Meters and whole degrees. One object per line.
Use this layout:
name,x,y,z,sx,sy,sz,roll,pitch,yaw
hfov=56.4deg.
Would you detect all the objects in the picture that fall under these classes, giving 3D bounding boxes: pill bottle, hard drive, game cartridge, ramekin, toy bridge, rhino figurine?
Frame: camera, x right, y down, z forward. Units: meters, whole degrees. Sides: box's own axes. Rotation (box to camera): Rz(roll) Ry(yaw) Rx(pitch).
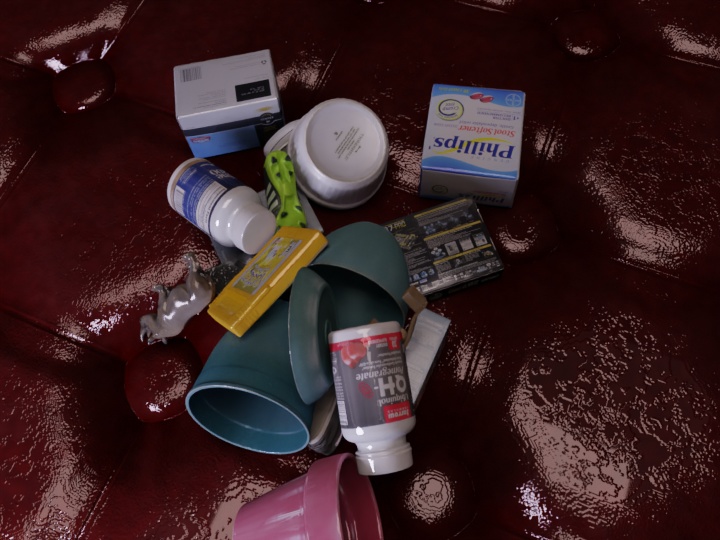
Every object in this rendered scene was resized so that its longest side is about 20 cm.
pill bottle,-0.244,-0.112,1.194,0.199,0.112,0.111,33,70,29
hard drive,-0.183,-0.079,1.265,0.197,0.033,0.141,-26,66,-8
game cartridge,-0.156,0.010,1.079,0.200,0.176,0.033,-47,112,-15
ramekin,-0.036,-0.225,1.255,0.198,0.094,0.207,2,79,-12
pill bottle,0.020,0.181,0.961,0.108,0.111,0.204,-9,83,-1
toy bridge,0.035,0.107,1.044,0.067,0.200,0.027,44,31,-3
rhino figurine,-0.323,0.063,1.157,0.199,0.060,0.088,-42,73,21

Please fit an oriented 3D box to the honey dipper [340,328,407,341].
honey dipper,-0.007,0.102,1.112,0.197,0.038,0.039,-3,59,36

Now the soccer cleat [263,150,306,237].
soccer cleat,-0.142,-0.116,1.229,0.066,0.081,0.205,-5,83,-22

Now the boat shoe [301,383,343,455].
boat shoe,-0.031,0.207,1.113,0.066,0.057,0.202,1,54,45

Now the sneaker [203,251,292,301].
sneaker,-0.184,0.043,1.184,0.199,0.060,0.105,38,79,5

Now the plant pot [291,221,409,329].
plant pot,0.000,0.000,1.121,0.196,0.202,0.136,16,58,11

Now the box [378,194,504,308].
box,0.138,-0.034,1.214,0.196,0.049,0.164,-19,67,-5

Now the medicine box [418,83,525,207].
medicine box,0.212,-0.238,1.276,0.178,0.103,0.204,7,64,7

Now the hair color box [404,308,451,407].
hair color box,0.080,0.172,1.089,0.060,0.099,0.202,23,68,13

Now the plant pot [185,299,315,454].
plant pot,-0.152,0.157,1.069,0.196,0.202,0.190,9,52,8

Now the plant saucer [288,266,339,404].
plant saucer,-0.062,0.095,0.997,0.035,0.201,0.204,-4,63,10

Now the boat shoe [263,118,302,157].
boat shoe,-0.093,-0.261,1.323,0.198,0.074,0.067,-31,65,-11

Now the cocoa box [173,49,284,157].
cocoa box,-0.255,-0.328,1.334,0.196,0.132,0.136,-11,63,-2

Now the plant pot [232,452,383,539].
plant pot,-0.077,0.381,0.960,0.176,0.200,0.204,-16,63,12
